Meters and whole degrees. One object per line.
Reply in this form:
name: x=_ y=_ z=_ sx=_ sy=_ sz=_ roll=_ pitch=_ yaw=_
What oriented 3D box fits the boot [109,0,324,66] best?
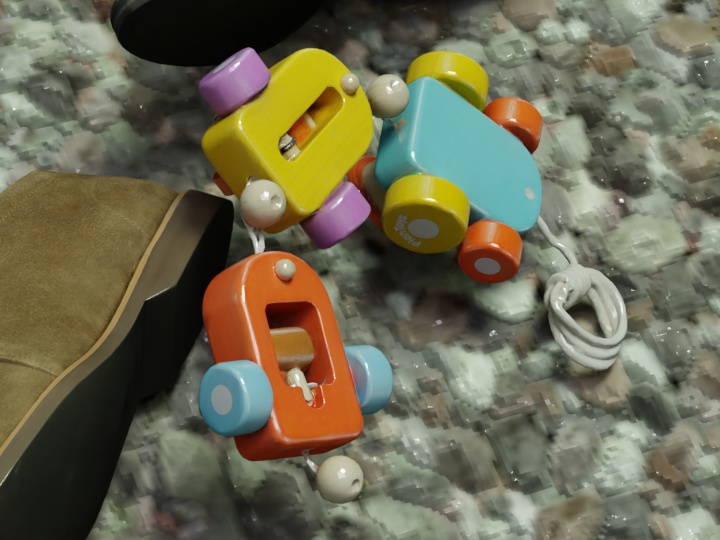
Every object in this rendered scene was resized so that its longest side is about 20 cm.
boot: x=-0.046 y=-0.175 z=0.957 sx=0.199 sy=0.069 sz=0.175 roll=-27 pitch=80 yaw=-37

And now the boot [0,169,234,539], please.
boot: x=-0.110 y=0.037 z=0.868 sx=0.075 sy=0.074 sz=0.200 roll=18 pitch=40 yaw=8

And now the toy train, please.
toy train: x=0.000 y=0.000 z=0.905 sx=0.199 sy=0.055 sz=0.151 roll=-11 pitch=78 yaw=-49
